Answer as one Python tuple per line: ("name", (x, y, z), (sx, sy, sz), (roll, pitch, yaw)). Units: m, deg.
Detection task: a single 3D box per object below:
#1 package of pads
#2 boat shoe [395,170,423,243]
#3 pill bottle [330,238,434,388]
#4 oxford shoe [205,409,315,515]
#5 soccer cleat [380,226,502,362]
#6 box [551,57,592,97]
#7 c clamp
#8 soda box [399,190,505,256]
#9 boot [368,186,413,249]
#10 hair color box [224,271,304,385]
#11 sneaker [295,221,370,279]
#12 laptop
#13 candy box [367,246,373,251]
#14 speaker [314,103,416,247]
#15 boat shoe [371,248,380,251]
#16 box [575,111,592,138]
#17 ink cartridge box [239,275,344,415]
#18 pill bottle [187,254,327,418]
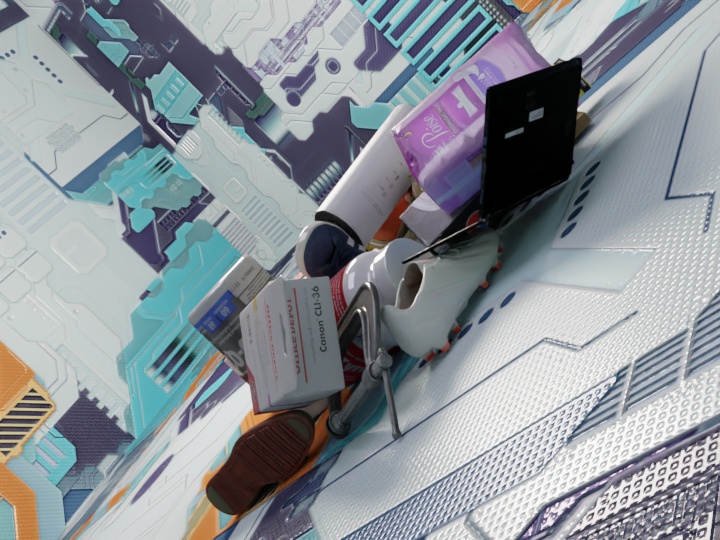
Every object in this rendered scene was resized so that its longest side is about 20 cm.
("package of pads", (0.136, -0.172, 1.113), (0.199, 0.076, 0.121), (-40, 45, 12))
("boat shoe", (0.082, -0.087, 1.256), (0.074, 0.061, 0.202), (-84, 1, -48))
("pill bottle", (0.004, 0.050, 1.121), (0.200, 0.112, 0.113), (-41, 9, 43))
("oxford shoe", (-0.110, 0.205, 1.136), (0.200, 0.071, 0.074), (-42, 6, 38))
("soccer cleat", (0.086, 0.006, 1.011), (0.069, 0.078, 0.201), (-39, 11, 47))
("box", (0.201, -0.179, 1.257), (0.200, 0.050, 0.075), (-45, 9, 12))
("c clamp", (-0.007, 0.106, 0.981), (0.200, 0.027, 0.174), (125, 145, -61))
("soda box", (0.143, -0.102, 1.162), (0.200, 0.063, 0.071), (-46, 48, 5))
("boot", (0.074, -0.101, 1.354), (0.198, 0.075, 0.108), (-26, -27, -33))
("hair color box", (-0.099, 0.096, 1.491), (0.200, 0.111, 0.064), (-47, 7, 3))
("sneaker", (0.000, 0.000, 1.202), (0.084, 0.199, 0.076), (18, 83, 36))
("laptop", (0.136, -0.112, 1.020), (0.102, 0.203, 0.176), (19, 30, 35))
("candy box", (0.026, -0.032, 1.474), (0.201, 0.102, 0.026), (-51, 9, -30))
("speaker", (0.024, -0.120, 1.290), (0.201, 0.081, 0.081), (-55, 10, -23))
("boat shoe", (0.048, -0.016, 1.383), (0.069, 0.071, 0.200), (-41, 8, 35))
("box", (0.200, -0.123, 1.253), (0.200, 0.021, 0.164), (-46, 8, 6))
("ink cartridge box", (-0.069, 0.078, 1.022), (0.066, 0.119, 0.200), (-6, -11, -19))
("pill bottle", (-0.110, 0.088, 1.239), (0.114, 0.200, 0.114), (-45, 6, 6))
